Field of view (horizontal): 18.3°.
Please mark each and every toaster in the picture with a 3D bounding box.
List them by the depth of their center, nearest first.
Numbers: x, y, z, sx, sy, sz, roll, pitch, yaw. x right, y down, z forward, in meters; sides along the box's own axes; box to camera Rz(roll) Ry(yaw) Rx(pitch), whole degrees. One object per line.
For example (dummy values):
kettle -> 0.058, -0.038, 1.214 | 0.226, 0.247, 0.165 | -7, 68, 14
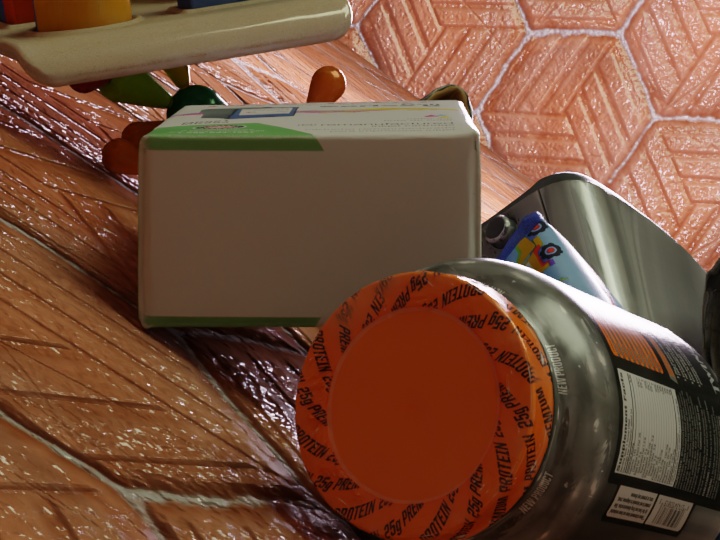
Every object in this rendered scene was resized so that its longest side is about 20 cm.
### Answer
toaster -> 0.141, 0.050, 1.241 | 0.200, 0.113, 0.130 | 38, 29, -35

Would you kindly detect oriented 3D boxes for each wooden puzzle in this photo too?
wooden puzzle -> -0.123, -0.153, 1.243 | 0.184, 0.047, 0.200 | -11, 18, -20

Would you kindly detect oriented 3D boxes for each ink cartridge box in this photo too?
ink cartridge box -> -0.020, -0.030, 1.017 | 0.144, 0.088, 0.200 | 0, 6, 2

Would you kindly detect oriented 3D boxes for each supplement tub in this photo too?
supplement tub -> 0.063, 0.064, 0.870 | 0.122, 0.123, 0.200 | 38, 9, 29

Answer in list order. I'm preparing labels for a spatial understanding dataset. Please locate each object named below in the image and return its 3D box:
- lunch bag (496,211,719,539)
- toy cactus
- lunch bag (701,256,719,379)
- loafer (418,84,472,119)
lunch bag -> 0.137, 0.090, 1.083 | 0.200, 0.094, 0.151 | 36, 20, -33
toy cactus -> -0.053, -0.074, 1.245 | 0.199, 0.103, 0.165 | 19, 7, 16
lunch bag -> 0.275, 0.077, 1.188 | 0.164, 0.118, 0.200 | 10, 41, -47
loafer -> 0.034, -0.065, 1.387 | 0.073, 0.073, 0.200 | 28, 20, -8
